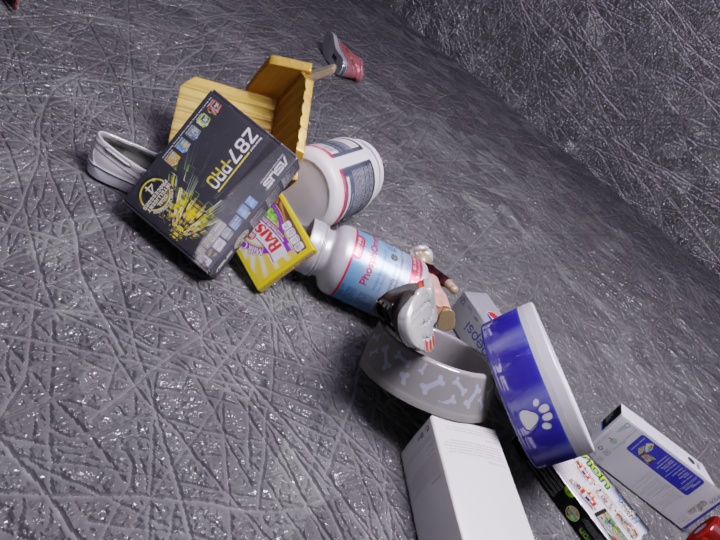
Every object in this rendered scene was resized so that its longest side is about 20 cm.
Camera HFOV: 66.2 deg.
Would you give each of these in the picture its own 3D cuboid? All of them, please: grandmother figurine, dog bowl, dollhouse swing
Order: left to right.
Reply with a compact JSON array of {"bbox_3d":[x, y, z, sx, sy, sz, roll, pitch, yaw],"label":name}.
[{"bbox_3d":[-0.195,-0.240,0.878,0.171,0.180,0.208,17,71,-30],"label":"dollhouse swing"},{"bbox_3d":[0.114,0.020,0.988,0.118,0.062,0.203,22,31,-16],"label":"grandmother figurine"},{"bbox_3d":[0.095,0.126,0.750,0.194,0.061,0.200,20,10,-3],"label":"dog bowl"},{"bbox_3d":[0.235,0.152,0.743,0.203,0.077,0.203,57,18,-30],"label":"dog bowl"}]

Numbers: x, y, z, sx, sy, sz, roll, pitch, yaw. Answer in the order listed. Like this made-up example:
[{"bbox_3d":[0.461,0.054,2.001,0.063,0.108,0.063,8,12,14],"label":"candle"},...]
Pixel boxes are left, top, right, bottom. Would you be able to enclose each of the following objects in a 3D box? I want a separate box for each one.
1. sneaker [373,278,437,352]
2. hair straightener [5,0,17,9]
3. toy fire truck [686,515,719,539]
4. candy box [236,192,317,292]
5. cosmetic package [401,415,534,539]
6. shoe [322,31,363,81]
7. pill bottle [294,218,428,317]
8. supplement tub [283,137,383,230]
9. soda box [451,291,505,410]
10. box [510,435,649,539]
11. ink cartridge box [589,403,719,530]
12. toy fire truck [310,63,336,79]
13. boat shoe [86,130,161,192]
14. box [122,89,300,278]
[{"bbox_3d":[0.053,0.059,0.709,0.079,0.080,0.200,-6,4,13],"label":"sneaker"},{"bbox_3d":[-0.693,-0.541,1.000,0.076,0.041,0.201,-12,54,-50],"label":"hair straightener"},{"bbox_3d":[0.552,0.400,0.774,0.196,0.170,0.113,-6,47,-46],"label":"toy fire truck"},{"bbox_3d":[-0.153,-0.083,0.796,0.203,0.101,0.026,57,4,11],"label":"candy box"},{"bbox_3d":[0.122,0.278,0.619,0.105,0.086,0.203,18,35,-21],"label":"cosmetic package"},{"bbox_3d":[-0.055,-0.673,1.749,0.089,0.072,0.204,9,45,-36],"label":"shoe"},{"bbox_3d":[0.000,0.000,0.855,0.195,0.110,0.110,24,32,-15],"label":"pill bottle"},{"bbox_3d":[-0.051,-0.160,0.991,0.139,0.142,0.199,39,32,11],"label":"supplement tub"},{"bbox_3d":[0.228,0.131,0.934,0.067,0.064,0.203,6,41,-38],"label":"soda box"},{"bbox_3d":[0.318,0.312,0.804,0.108,0.035,0.202,-2,47,-44],"label":"box"},{"bbox_3d":[0.463,0.312,0.878,0.198,0.101,0.039,38,30,6],"label":"ink cartridge box"},{"bbox_3d":[-0.133,-0.305,1.051,0.125,0.203,0.179,15,35,-25],"label":"toy fire truck"},{"bbox_3d":[-0.295,-0.139,0.809,0.194,0.066,0.075,18,34,-26],"label":"boat shoe"},{"bbox_3d":[-0.202,-0.120,0.763,0.160,0.202,0.049,37,-9,4],"label":"box"}]
